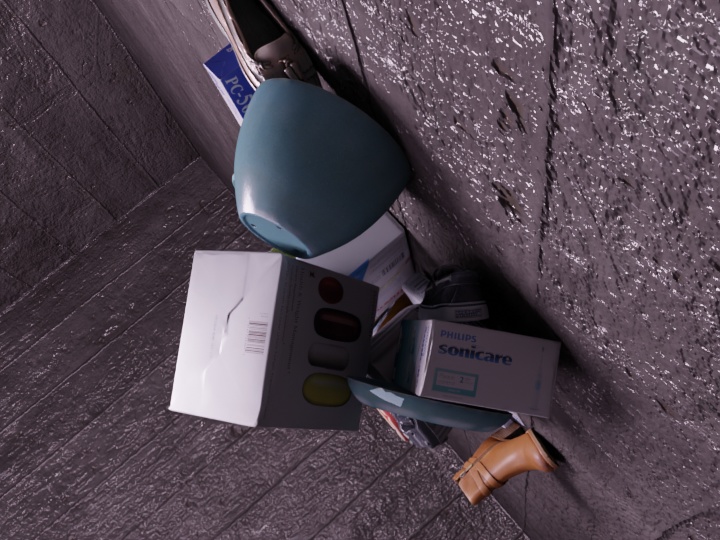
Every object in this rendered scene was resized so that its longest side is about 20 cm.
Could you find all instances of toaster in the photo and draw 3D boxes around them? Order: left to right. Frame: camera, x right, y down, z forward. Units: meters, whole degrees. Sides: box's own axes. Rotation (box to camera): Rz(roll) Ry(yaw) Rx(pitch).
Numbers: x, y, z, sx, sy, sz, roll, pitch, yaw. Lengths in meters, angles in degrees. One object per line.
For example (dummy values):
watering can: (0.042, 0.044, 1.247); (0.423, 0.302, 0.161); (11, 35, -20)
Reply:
toaster: (0.073, 0.137, 1.080); (0.200, 0.129, 0.114); (47, 163, 2)

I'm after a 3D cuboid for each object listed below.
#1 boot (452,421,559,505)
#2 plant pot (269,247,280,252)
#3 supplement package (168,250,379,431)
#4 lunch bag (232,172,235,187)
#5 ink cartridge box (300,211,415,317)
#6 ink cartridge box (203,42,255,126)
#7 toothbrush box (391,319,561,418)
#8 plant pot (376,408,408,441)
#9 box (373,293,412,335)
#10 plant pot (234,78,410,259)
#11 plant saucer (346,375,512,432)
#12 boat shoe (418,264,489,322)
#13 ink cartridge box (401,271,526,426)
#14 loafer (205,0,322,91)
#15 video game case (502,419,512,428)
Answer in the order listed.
boot: (0.241, 0.337, 1.331); (0.077, 0.155, 0.200); (52, 173, -14)
plant pot: (-0.083, 0.064, 1.336); (0.199, 0.188, 0.187); (35, 171, 6)
supplement package: (-0.099, 0.089, 0.958); (0.146, 0.193, 0.199); (3, 172, 35)
lunch bag: (-0.097, -0.122, 1.192); (0.159, 0.078, 0.200); (8, 159, 16)
ink cartridge box: (0.000, 0.000, 1.174); (0.085, 0.144, 0.200); (47, 172, 23)
ink cartridge box: (-0.118, -0.219, 1.016); (0.044, 0.094, 0.200); (46, 171, 31)
toothbrush box: (0.126, 0.108, 0.908); (0.145, 0.086, 0.200); (11, 174, -7)
plant pot: (0.101, 0.192, 1.394); (0.201, 0.177, 0.200); (49, 173, 8)
box: (0.028, 0.120, 1.298); (0.041, 0.119, 0.200); (36, -143, -2)
plant pot: (-0.062, -0.094, 0.869); (0.199, 0.136, 0.200); (27, 165, 8)
plant saucer: (0.077, 0.157, 0.916); (0.198, 0.028, 0.200); (12, 174, 1)
boat shoe: (0.111, 0.027, 0.958); (0.200, 0.071, 0.069); (130, 136, -86)
ink cartridge box: (0.163, 0.114, 1.157); (0.200, 0.043, 0.196); (52, 174, -38)
loafer: (-0.109, -0.258, 0.883); (0.201, 0.072, 0.063); (53, 166, 2)
video game case: (0.149, 0.151, 1.221); (0.200, 0.017, 0.143); (51, 174, -8)
